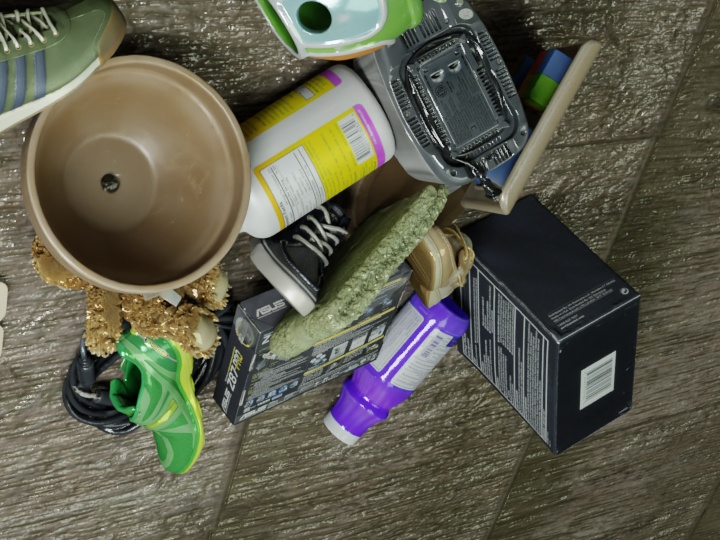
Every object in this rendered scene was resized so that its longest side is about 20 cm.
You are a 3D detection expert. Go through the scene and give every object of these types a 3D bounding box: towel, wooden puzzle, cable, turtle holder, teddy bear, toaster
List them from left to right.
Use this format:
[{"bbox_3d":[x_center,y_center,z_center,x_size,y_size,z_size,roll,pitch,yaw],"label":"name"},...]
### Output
[{"bbox_3d":[-0.209,0.011,1.430,0.199,0.146,0.067,6,164,-29],"label":"teddy bear"},{"bbox_3d":[-0.201,0.095,1.588,0.199,0.051,0.164,-16,136,-30],"label":"cable"},{"bbox_3d":[-0.027,-0.261,1.322,0.131,0.141,0.186,-36,142,-7],"label":"turtle holder"},{"bbox_3d":[0.000,0.000,1.521,0.200,0.036,0.148,-51,-168,-31],"label":"towel"},{"bbox_3d":[0.074,-0.159,1.471,0.113,0.129,0.201,-31,100,-11],"label":"toaster"},{"bbox_3d":[0.156,-0.147,1.563,0.046,0.200,0.186,29,89,-7],"label":"wooden puzzle"}]

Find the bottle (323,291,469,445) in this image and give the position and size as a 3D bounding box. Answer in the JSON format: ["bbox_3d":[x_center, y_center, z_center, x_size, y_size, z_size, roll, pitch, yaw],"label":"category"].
[{"bbox_3d":[0.037,0.110,1.790,0.200,0.065,0.083,-50,154,12],"label":"bottle"}]

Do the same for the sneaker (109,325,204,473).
[{"bbox_3d":[-0.202,0.120,1.526,0.083,0.074,0.201,-22,133,-20],"label":"sneaker"}]

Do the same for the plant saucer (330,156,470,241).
[{"bbox_3d":[0.058,-0.098,1.642,0.199,0.029,0.201,-24,138,-23],"label":"plant saucer"}]

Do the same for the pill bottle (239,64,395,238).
[{"bbox_3d":[-0.073,-0.100,1.467,0.199,0.104,0.105,-33,141,-10],"label":"pill bottle"}]

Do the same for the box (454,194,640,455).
[{"bbox_3d":[0.208,0.059,1.781,0.123,0.198,0.201,-28,140,-20],"label":"box"}]

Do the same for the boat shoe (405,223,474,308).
[{"bbox_3d":[0.084,-0.017,1.652,0.069,0.074,0.200,-30,170,-5],"label":"boat shoe"}]

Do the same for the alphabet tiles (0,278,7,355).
[{"bbox_3d":[-0.413,0.061,1.404,0.199,0.015,0.197,-12,133,-32],"label":"alphabet tiles"}]

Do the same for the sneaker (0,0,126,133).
[{"bbox_3d":[-0.281,-0.167,1.228,0.200,0.067,0.090,-35,144,-5],"label":"sneaker"}]

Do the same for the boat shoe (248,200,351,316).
[{"bbox_3d":[-0.052,-0.027,1.498,0.093,0.200,0.075,-42,109,3],"label":"boat shoe"}]

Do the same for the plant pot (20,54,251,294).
[{"bbox_3d":[-0.201,-0.078,1.354,0.199,0.093,0.203,2,86,-28],"label":"plant pot"}]

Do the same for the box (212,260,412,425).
[{"bbox_3d":[-0.051,0.067,1.653,0.199,0.049,0.162,-23,151,-31],"label":"box"}]
